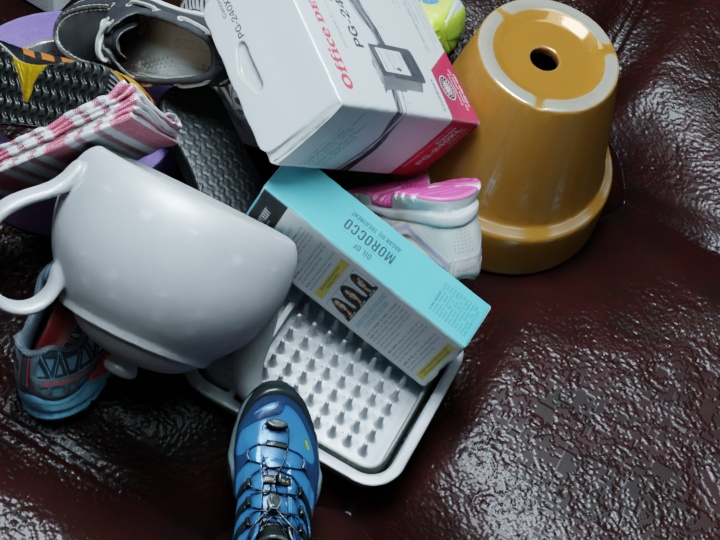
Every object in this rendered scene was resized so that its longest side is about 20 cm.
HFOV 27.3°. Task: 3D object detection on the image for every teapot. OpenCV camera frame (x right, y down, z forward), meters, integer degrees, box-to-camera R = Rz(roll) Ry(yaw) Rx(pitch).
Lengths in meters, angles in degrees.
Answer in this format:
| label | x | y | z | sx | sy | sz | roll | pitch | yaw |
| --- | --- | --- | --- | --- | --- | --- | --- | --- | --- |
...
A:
| label | x | y | z | sx | sy | sz | roll | pitch | yaw |
| --- | --- | --- | --- | --- | --- | --- | --- | --- | --- |
| teapot | -0.153 | 0.008 | 1.090 | 0.198 | 0.197 | 0.147 | 27 | 91 | 13 |

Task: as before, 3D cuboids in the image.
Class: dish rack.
| label | x | y | z | sx | sy | sz | roll | pitch | yaw |
| --- | --- | --- | --- | --- | --- | --- | --- | --- | --- |
| dish rack | -0.031 | 0.079 | 1.216 | 0.198 | 0.044 | 0.172 | 28 | 55 | 7 |

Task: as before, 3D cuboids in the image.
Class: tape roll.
| label | x | y | z | sx | sy | sz | roll | pitch | yaw |
| --- | --- | --- | --- | --- | --- | --- | --- | --- | --- |
| tape roll | -0.254 | -0.130 | 1.293 | 0.197 | 0.066 | 0.202 | 6 | 56 | -9 |

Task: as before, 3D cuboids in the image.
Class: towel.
| label | x | y | z | sx | sy | sz | roll | pitch | yaw |
| --- | --- | --- | --- | --- | --- | --- | --- | --- | --- |
| towel | -0.241 | -0.085 | 1.136 | 0.198 | 0.146 | 0.030 | -22 | 84 | 4 |

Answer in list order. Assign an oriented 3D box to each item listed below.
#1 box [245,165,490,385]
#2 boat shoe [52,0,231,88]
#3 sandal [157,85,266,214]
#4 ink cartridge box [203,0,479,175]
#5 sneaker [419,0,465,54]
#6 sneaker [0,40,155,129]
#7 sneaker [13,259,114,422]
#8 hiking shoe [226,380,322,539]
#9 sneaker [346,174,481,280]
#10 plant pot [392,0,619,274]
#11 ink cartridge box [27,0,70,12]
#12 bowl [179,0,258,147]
| label | x | y | z | sx | sy | sz | roll | pitch | yaw |
| --- | --- | --- | --- | --- | --- | --- | --- | --- | --- |
| box | 0.000 | 0.000 | 1.177 | 0.199 | 0.082 | 0.049 | 39 | 55 | -2 |
| boat shoe | -0.182 | -0.188 | 1.230 | 0.198 | 0.075 | 0.060 | 16 | 19 | 25 |
| sandal | -0.115 | -0.061 | 1.236 | 0.074 | 0.048 | 0.202 | -12 | 70 | -25 |
| ink cartridge box | -0.012 | -0.161 | 1.184 | 0.199 | 0.083 | 0.147 | 0 | 61 | -55 |
| sneaker | 0.022 | -0.212 | 1.399 | 0.104 | 0.077 | 0.200 | 19 | 32 | 15 |
| sneaker | -0.263 | -0.147 | 1.231 | 0.198 | 0.090 | 0.071 | 14 | 92 | 22 |
| sneaker | -0.210 | 0.018 | 1.176 | 0.078 | 0.096 | 0.201 | 11 | 53 | 16 |
| hiking shoe | -0.059 | 0.180 | 1.081 | 0.073 | 0.087 | 0.203 | 4 | 80 | -13 |
| sneaker | 0.041 | -0.029 | 1.240 | 0.080 | 0.200 | 0.089 | -12 | 99 | -18 |
| plant pot | 0.142 | -0.131 | 1.308 | 0.197 | 0.184 | 0.202 | 6 | 55 | -8 |
| ink cartridge box | -0.304 | -0.343 | 1.342 | 0.115 | 0.201 | 0.067 | 30 | 55 | 10 |
| bowl | -0.096 | -0.173 | 1.319 | 0.200 | 0.095 | 0.201 | 36 | 13 | -10 |
